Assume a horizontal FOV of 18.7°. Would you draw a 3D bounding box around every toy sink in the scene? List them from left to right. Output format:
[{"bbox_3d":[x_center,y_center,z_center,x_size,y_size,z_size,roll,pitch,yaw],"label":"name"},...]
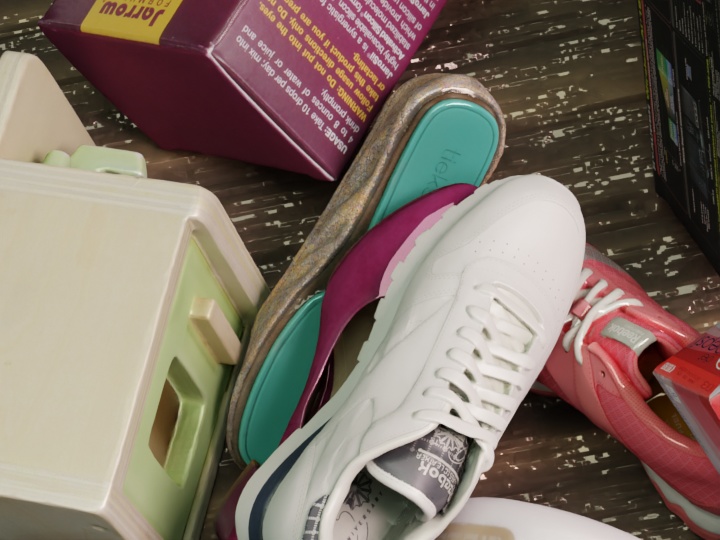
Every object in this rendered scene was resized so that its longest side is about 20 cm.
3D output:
[{"bbox_3d":[-0.111,0.023,0.949,0.112,0.130,0.200,8,68,14],"label":"toy sink"}]

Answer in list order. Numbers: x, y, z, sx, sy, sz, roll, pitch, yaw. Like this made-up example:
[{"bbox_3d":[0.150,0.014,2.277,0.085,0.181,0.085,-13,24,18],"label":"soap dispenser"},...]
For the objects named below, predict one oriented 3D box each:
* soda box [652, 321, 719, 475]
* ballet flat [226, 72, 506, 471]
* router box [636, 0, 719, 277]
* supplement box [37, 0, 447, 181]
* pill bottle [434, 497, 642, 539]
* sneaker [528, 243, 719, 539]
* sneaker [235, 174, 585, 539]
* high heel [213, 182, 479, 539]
[{"bbox_3d":[0.196,0.104,0.833,0.063,0.070,0.200,-35,101,-5],"label":"soda box"},{"bbox_3d":[0.000,0.000,0.967,0.200,0.068,0.067,-57,25,11],"label":"ballet flat"},{"bbox_3d":[0.158,-0.100,0.886,0.062,0.200,0.150,-11,24,-5],"label":"router box"},{"bbox_3d":[-0.031,-0.155,1.002,0.131,0.103,0.200,14,67,45],"label":"supplement box"},{"bbox_3d":[0.053,0.199,0.848,0.116,0.116,0.200,14,70,16],"label":"pill bottle"},{"bbox_3d":[0.110,0.030,0.927,0.200,0.087,0.074,39,78,23],"label":"sneaker"},{"bbox_3d":[0.035,0.049,0.855,0.076,0.080,0.200,37,77,-17],"label":"sneaker"},{"bbox_3d":[0.007,0.061,0.902,0.200,0.067,0.096,-61,24,13],"label":"high heel"}]
